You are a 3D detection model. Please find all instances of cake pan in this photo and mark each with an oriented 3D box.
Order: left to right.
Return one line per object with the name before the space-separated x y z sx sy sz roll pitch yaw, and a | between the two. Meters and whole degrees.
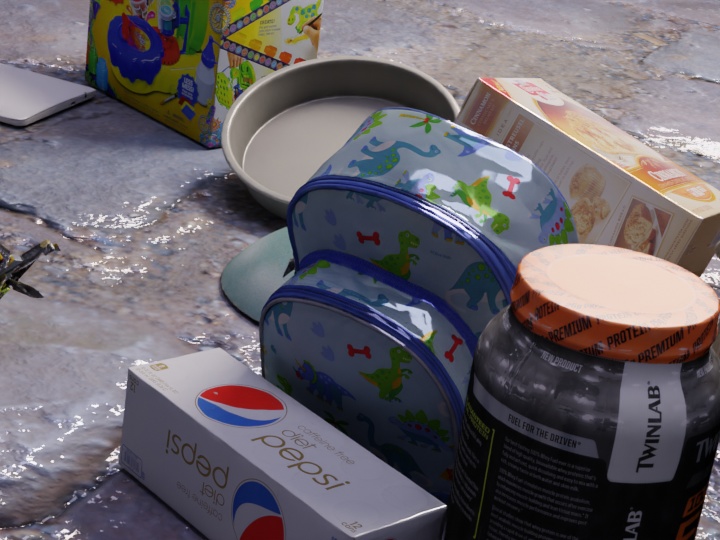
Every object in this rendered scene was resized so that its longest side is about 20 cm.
cake pan | -0.014 -0.103 1.379 0.199 0.037 0.201 -1 43 1

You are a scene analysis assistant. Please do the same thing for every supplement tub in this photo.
supplement tub | 0.106 0.097 0.811 0.122 0.201 0.123 7 23 -3

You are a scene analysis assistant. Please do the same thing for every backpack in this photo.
backpack | 0.035 0.024 0.962 0.182 0.201 0.147 22 46 27

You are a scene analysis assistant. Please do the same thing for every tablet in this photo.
tablet | -0.358 -0.174 1.541 0.199 0.014 0.130 17 24 18

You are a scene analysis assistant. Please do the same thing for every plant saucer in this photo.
plant saucer | 0.000 0.000 1.218 0.199 0.039 0.201 8 22 -3

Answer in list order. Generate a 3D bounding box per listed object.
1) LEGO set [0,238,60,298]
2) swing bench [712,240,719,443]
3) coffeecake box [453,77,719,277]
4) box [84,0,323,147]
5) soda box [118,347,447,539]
LEGO set | -0.301 -0.002 1.075 0.199 0.116 0.154 24 56 41
swing bench | 0.341 0.074 1.054 0.199 0.131 0.199 -1 23 -35
coffeecake box | 0.179 -0.069 1.296 0.199 0.073 0.153 34 18 17
box | -0.143 -0.241 1.541 0.121 0.194 0.199 -13 30 -41
soda box | -0.047 0.114 0.898 0.068 0.064 0.200 -11 30 -40
